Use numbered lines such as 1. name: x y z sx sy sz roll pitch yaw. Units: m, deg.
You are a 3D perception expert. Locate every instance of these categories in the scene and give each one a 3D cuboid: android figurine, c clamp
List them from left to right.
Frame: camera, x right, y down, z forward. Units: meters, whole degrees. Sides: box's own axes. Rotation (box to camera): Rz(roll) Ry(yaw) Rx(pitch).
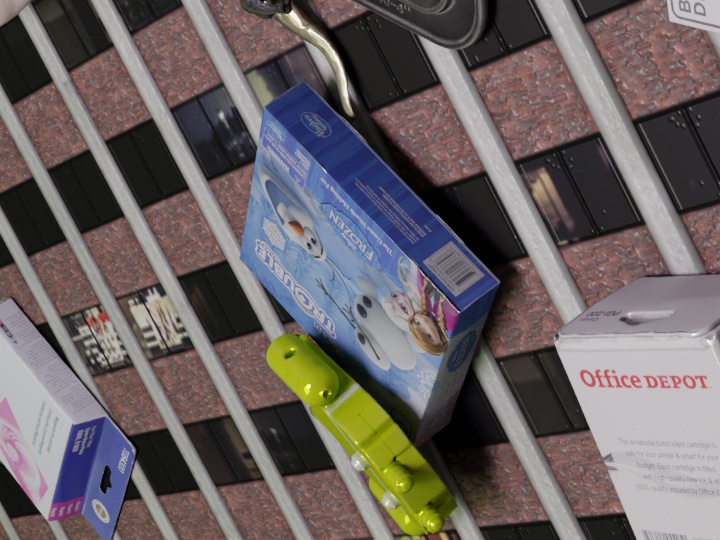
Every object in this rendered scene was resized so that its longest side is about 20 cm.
1. android figurine: 0.002 0.120 1.623 0.182 0.041 0.200 54 174 -37
2. c clamp: 0.021 -0.220 1.378 0.199 0.027 0.172 27 142 40

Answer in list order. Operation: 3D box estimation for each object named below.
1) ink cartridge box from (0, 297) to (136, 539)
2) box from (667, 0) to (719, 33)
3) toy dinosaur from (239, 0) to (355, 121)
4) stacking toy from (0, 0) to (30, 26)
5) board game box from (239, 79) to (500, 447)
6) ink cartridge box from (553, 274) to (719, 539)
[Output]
1. ink cartridge box: -0.302 0.155 2.161 0.200 0.043 0.197 49 148 19
2. box: 0.233 -0.162 1.080 0.199 0.060 0.117 23 135 45
3. toy dinosaur: -0.066 -0.191 1.507 0.200 0.047 0.088 46 165 16
4. stacking toy: -0.337 -0.289 1.772 0.200 0.145 0.147 -123 24 -42
5. board game box: 0.000 0.000 1.564 0.200 0.043 0.199 47 154 19
6. ink cartridge box: 0.216 0.106 1.320 0.145 0.085 0.201 -3 116 56
